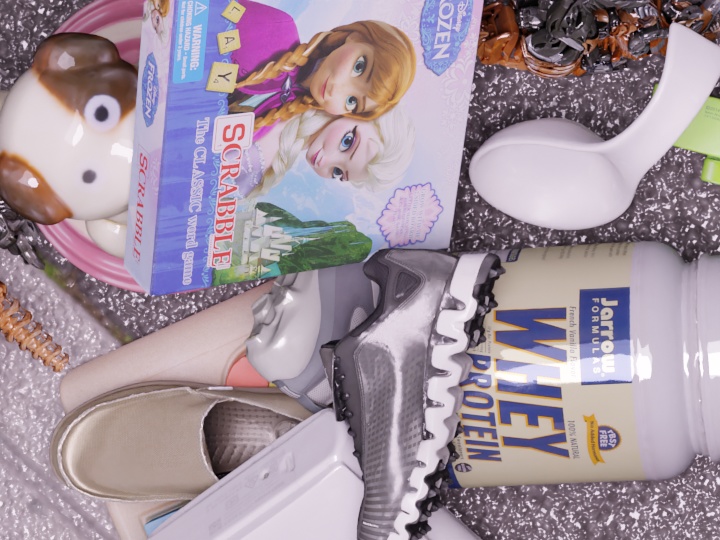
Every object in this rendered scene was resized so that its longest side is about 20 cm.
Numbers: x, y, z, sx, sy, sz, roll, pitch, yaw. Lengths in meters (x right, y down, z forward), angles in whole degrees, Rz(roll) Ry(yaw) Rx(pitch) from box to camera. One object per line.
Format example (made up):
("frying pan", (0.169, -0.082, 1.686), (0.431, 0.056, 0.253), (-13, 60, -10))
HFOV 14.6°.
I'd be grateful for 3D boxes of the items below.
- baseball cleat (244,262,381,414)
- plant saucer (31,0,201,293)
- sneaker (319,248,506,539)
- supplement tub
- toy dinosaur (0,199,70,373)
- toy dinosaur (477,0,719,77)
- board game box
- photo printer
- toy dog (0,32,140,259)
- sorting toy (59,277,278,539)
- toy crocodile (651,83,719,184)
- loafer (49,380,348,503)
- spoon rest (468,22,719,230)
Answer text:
("baseball cleat", (0.000, 0.000, 1.747), (0.106, 0.070, 0.200), (40, 65, -22))
("plant saucer", (-0.129, -0.084, 1.791), (0.200, 0.051, 0.201), (0, 91, 12))
("sneaker", (0.015, 0.077, 1.611), (0.090, 0.066, 0.200), (16, 95, 12))
("supplement tub", (0.128, 0.057, 1.691), (0.200, 0.145, 0.145), (-4, 90, 12))
("toy dinosaur", (-0.266, -0.008, 1.776), (0.102, 0.136, 0.200), (-26, 85, 9))
("toy dinosaur", (0.126, -0.154, 1.680), (0.200, 0.136, 0.102), (-24, 64, -24))
("board game box", (-0.030, -0.093, 1.589), (0.199, 0.041, 0.200), (-10, 123, -28))
("photo printer", (-0.013, 0.194, 1.715), (0.166, 0.069, 0.200), (-35, 123, 16))
("toy dog", (-0.145, -0.083, 1.667), (0.194, 0.200, 0.140), (31, 95, 9))
("sorting toy", (-0.079, 0.124, 1.789), (0.185, 0.036, 0.200), (-24, 85, 11))
("toy crocodile", (0.271, -0.076, 1.711), (0.200, 0.062, 0.068), (11, 93, 16))
("loafer", (-0.100, 0.104, 1.741), (0.200, 0.068, 0.076), (-7, 91, 9))
("spoon rest", (0.141, -0.074, 1.684), (0.099, 0.200, 0.061), (27, 53, -19))
